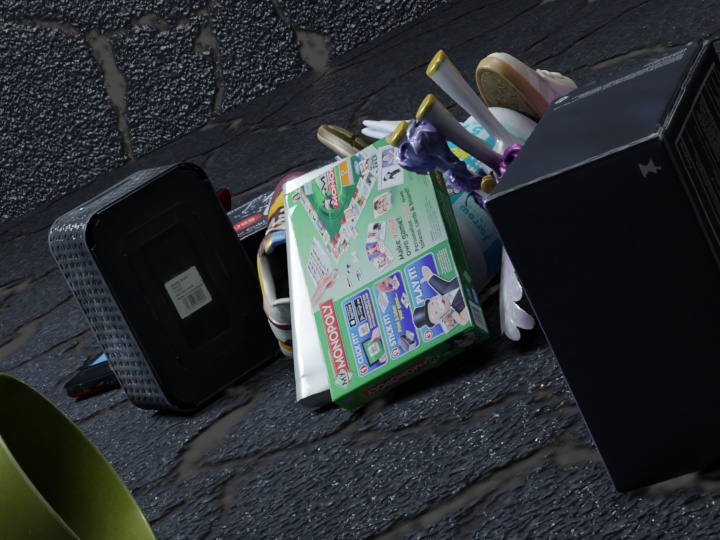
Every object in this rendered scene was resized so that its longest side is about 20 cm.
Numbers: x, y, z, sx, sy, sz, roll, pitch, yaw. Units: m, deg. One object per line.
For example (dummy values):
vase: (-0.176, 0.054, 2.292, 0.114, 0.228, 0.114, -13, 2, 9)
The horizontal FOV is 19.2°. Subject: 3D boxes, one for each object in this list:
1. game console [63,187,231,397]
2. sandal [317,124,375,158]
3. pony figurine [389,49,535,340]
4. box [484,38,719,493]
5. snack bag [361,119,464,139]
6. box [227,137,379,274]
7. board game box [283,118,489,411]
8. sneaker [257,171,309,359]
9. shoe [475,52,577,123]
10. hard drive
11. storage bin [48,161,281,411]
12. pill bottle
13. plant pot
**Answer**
game console: (-0.219, 0.023, 2.192, 0.171, 0.119, 0.200, -18, 14, 33)
sandal: (0.027, -0.064, 1.938, 0.054, 0.200, 0.080, -52, -20, 14)
pony figurine: (0.121, -0.068, 1.645, 0.167, 0.199, 0.193, -52, 9, 24)
box: (0.183, -0.007, 1.290, 0.122, 0.201, 0.198, -20, 13, 23)
snack bag: (0.130, -0.133, 2.091, 0.199, 0.022, 0.188, -3, 11, -29)
box: (-0.034, -0.035, 2.079, 0.199, 0.105, 0.182, -27, 11, -3)
board game box: (0.017, -0.006, 1.692, 0.134, 0.201, 0.029, -29, -34, 23)
sneaker: (-0.054, -0.024, 1.903, 0.074, 0.090, 0.201, -11, 52, 7)
shoe: (0.169, -0.140, 1.879, 0.070, 0.200, 0.054, 12, 69, 45)
hard drive: (0.000, 0.000, 1.738, 0.131, 0.202, 0.026, -20, -30, 27)
storage bin: (-0.176, 0.016, 1.935, 0.135, 0.201, 0.094, -33, 13, -27)
pill bottle: (0.084, -0.042, 1.820, 0.110, 0.111, 0.200, -11, 30, 51)
plant pot: (-0.271, 0.208, 1.481, 0.200, 0.187, 0.187, -40, 11, 6)
